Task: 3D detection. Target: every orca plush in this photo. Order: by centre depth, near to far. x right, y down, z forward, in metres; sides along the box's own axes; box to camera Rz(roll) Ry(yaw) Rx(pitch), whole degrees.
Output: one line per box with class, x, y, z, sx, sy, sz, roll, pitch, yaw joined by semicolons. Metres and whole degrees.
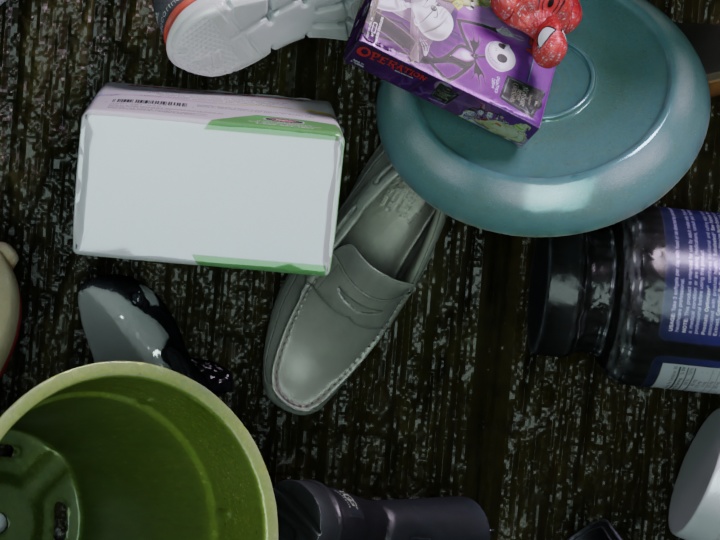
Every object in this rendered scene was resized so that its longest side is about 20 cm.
orca plush;-0.095;0.082;1.479;0.071;0.105;0.200;-31;77;-36

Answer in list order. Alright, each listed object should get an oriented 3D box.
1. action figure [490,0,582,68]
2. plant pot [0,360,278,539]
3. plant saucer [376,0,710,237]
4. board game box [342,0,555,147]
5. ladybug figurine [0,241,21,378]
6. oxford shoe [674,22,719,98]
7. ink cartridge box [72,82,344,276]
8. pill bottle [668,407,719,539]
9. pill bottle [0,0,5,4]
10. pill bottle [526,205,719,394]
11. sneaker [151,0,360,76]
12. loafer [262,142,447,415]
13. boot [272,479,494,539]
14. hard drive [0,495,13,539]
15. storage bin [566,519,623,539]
action figure;0.103;-0.206;1.406;0.065;0.052;0.200;12;61;-28
plant pot;-0.179;0.153;1.407;0.200;0.190;0.200;1;87;-30
plant saucer;0.108;-0.107;1.428;0.200;0.027;0.200;-3;55;4
board game box;0.069;-0.179;1.419;0.120;0.032;0.200;27;55;-16
ladybug figurine;-0.276;0.057;1.427;0.200;0.072;0.136;-39;61;3
oxford shoe;0.158;-0.103;1.486;0.200;0.071;0.071;-14;123;-1
ink cartridge box;-0.088;-0.057;1.402;0.145;0.200;0.084;5;99;-4
pill bottle;0.299;0.160;1.487;0.200;0.112;0.113;22;94;-4
pill bottle;-0.222;-0.224;1.421;0.200;0.112;0.112;-42;96;1
pill bottle;0.207;0.019;1.468;0.200;0.112;0.112;6;95;-4
sneaker;-0.036;-0.184;1.454;0.200;0.082;0.077;-15;140;-22
loafer;0.000;0.000;1.474;0.070;0.070;0.200;25;95;-14
boot;-0.021;0.215;1.461;0.168;0.076;0.200;15;113;-46
hard drive;-0.297;0.117;1.495;0.132;0.027;0.200;-15;97;-2
storage bin;0.107;0.258;1.475;0.200;0.135;0.094;-38;96;1
